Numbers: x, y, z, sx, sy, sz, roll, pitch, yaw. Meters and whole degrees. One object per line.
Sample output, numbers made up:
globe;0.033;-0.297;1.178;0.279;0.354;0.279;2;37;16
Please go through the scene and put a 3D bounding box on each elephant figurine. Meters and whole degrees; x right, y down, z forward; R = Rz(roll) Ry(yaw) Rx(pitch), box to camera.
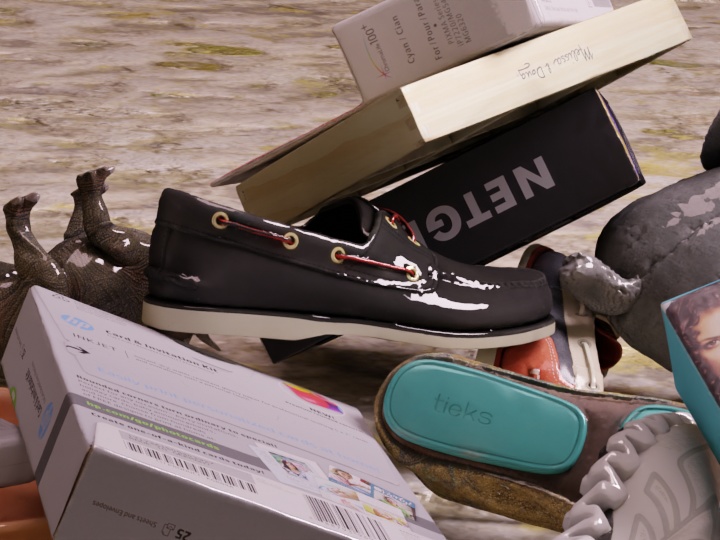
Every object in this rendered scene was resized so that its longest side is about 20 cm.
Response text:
elephant figurine;0.212;-0.032;1.188;0.200;0.142;0.155;-40;11;16

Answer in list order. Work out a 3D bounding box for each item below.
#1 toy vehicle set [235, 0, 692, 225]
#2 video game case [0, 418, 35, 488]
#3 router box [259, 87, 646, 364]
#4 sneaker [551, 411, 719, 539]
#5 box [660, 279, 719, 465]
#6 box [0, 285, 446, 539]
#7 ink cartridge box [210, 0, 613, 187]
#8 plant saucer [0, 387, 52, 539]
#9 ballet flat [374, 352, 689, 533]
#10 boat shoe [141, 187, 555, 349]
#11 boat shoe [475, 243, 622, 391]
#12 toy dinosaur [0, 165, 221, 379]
toy vehicle set;0.050;-0.075;1.161;0.199;0.027;0.124;-23;-3;-43
video game case;-0.255;0.068;0.960;0.199;0.023;0.181;-10;18;-39
router box;0.044;-0.023;1.243;0.199;0.053;0.157;-27;-2;7
sneaker;0.103;0.115;0.887;0.081;0.076;0.200;17;28;20
box;0.180;0.076;0.863;0.082;0.049;0.201;-22;44;-3
box;-0.053;0.075;0.951;0.155;0.041;0.200;22;11;-19
ink cartridge box;0.025;-0.100;1.206;0.175;0.045;0.200;-25;-2;16
plant saucer;-0.177;0.090;1.007;0.198;0.038;0.200;2;12;0
ballet flat;0.101;0.085;1.023;0.199;0.071;0.071;16;17;20
boat shoe;0.001;0.000;1.081;0.200;0.064;0.074;6;3;-28
boat shoe;0.096;0.038;1.203;0.062;0.072;0.200;8;16;9
toy dinosaur;-0.149;0.012;1.240;0.199;0.103;0.077;-20;-4;-27
